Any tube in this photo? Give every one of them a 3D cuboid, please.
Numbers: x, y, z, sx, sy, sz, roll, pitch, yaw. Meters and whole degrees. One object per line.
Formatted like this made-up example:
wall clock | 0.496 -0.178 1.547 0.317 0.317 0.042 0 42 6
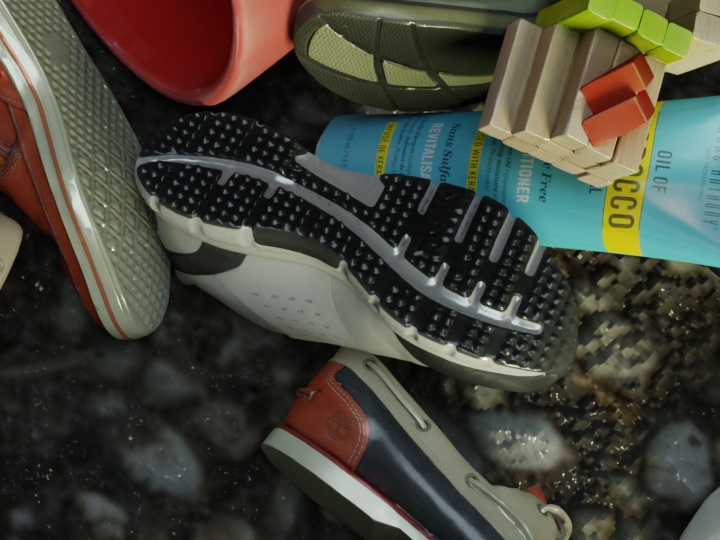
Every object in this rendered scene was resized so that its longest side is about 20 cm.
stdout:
tube | 0.077 -0.039 0.767 0.199 0.050 0.078 3 78 30

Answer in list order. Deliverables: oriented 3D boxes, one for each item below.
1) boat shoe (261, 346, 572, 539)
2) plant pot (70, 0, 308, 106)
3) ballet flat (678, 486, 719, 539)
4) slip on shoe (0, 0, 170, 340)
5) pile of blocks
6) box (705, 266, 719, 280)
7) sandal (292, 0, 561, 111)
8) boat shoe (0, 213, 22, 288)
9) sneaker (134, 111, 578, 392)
boat shoe | 0.052 0.111 0.772 0.200 0.071 0.063 37 71 7
plant pot | -0.040 -0.199 0.784 0.177 0.200 0.201 -31 81 -23
ballet flat | 0.226 0.094 0.799 0.200 0.069 0.070 -25 80 -13
slip on shoe | -0.143 -0.058 0.795 0.061 0.074 0.200 -30 87 21
pile of blocks | 0.128 -0.119 0.712 0.082 0.062 0.200 46 69 -12
box | 0.265 -0.069 0.778 0.123 0.200 0.198 43 73 5
sandal | 0.063 -0.112 0.765 0.200 0.080 0.057 -10 73 -22
boat shoe | -0.191 0.066 0.748 0.065 0.072 0.201 19 81 -24
sneaker | 0.000 0.000 0.767 0.200 0.080 0.074 25 58 18
